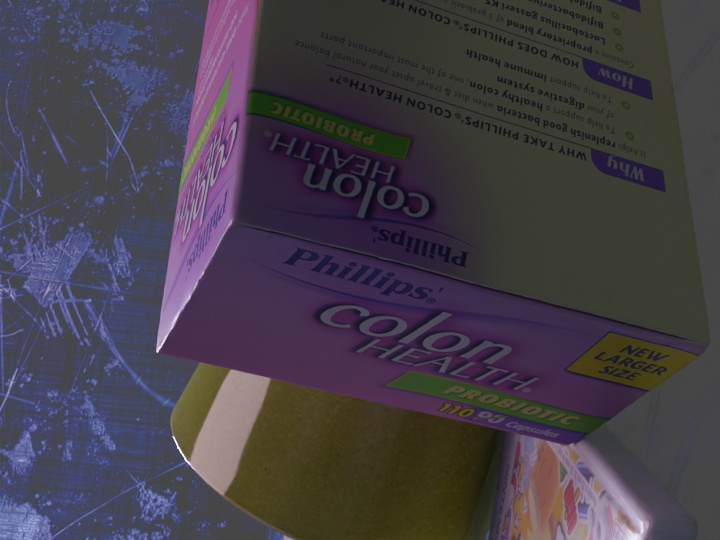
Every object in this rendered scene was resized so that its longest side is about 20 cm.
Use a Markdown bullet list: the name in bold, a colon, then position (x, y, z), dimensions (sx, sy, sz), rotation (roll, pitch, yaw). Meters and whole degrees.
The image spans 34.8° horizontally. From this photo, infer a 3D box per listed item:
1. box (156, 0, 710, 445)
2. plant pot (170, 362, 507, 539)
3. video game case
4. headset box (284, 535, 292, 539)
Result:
- **box**: position (0.027, -0.054, 0.457), dimensions (0.097, 0.176, 0.200), rotation (128, 150, -51)
- **plant pot**: position (0.021, 0.023, 0.616), dimensions (0.187, 0.187, 0.200), rotation (-106, 38, -73)
- **video game case**: position (0.083, 0.153, 0.493), dimensions (0.200, 0.023, 0.182), rotation (-118, 35, -78)
- **headset box**: position (-0.020, 0.234, 0.951), dimensions (0.200, 0.077, 0.149), rotation (119, 145, -76)
